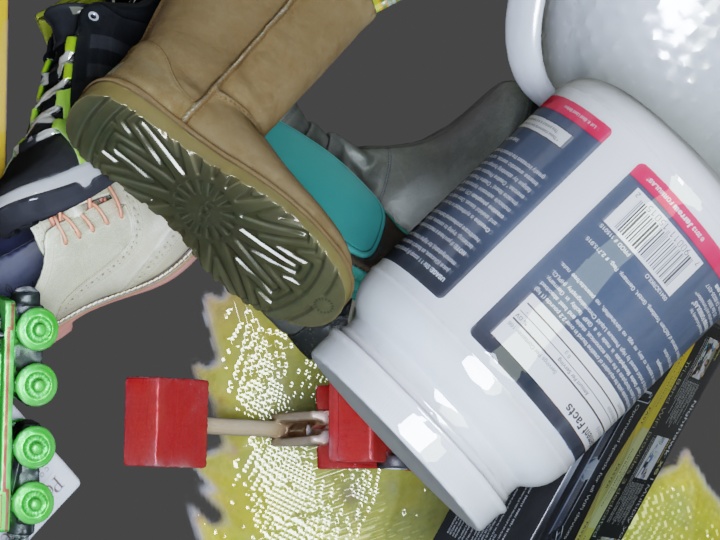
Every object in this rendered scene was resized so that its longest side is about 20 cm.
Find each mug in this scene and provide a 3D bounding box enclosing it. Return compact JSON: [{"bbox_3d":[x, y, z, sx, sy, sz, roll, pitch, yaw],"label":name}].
[{"bbox_3d":[0.151,-0.137,1.518,0.199,0.147,0.176,2,106,-45],"label":"mug"}]

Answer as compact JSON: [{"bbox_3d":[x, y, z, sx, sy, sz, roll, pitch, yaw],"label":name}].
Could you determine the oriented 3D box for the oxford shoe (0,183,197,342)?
[{"bbox_3d":[-0.141,-0.020,1.503,0.200,0.074,0.071,-39,70,4],"label":"oxford shoe"}]

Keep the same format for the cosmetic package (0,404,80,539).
[{"bbox_3d":[-0.252,0.074,1.491,0.102,0.071,0.200,-49,117,-20],"label":"cosmetic package"}]

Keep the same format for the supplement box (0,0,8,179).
[{"bbox_3d":[-0.284,-0.098,1.434,0.199,0.103,0.132,-4,101,-29],"label":"supplement box"}]

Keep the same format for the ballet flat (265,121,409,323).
[{"bbox_3d":[0.000,0.000,1.509,0.200,0.067,0.070,36,122,-9],"label":"ballet flat"}]

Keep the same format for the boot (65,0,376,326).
[{"bbox_3d":[-0.038,-0.089,1.449,0.175,0.200,0.066,42,134,-6],"label":"boot"}]

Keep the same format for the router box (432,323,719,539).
[{"bbox_3d":[0.119,0.100,1.566,0.052,0.157,0.201,30,93,23],"label":"router box"}]

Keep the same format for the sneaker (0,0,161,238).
[{"bbox_3d":[-0.146,-0.092,1.459,0.072,0.200,0.083,-24,109,39],"label":"sneaker"}]

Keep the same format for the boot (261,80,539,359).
[{"bbox_3d":[-0.006,-0.058,1.550,0.200,0.068,0.131,-45,106,3],"label":"boot"}]

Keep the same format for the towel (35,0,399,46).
[{"bbox_3d":[-0.070,-0.146,1.545,0.199,0.018,0.086,-28,105,-6],"label":"towel"}]

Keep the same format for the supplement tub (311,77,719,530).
[{"bbox_3d":[0.088,0.016,1.419,0.200,0.140,0.140,-44,107,-5],"label":"supplement tub"}]

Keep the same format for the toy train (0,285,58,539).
[{"bbox_3d":[-0.188,0.108,1.470,0.056,0.042,0.201,0,95,-22],"label":"toy train"}]

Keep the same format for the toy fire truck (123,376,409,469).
[{"bbox_3d":[-0.018,0.086,1.557,0.200,0.140,0.049,8,80,-53],"label":"toy fire truck"}]
